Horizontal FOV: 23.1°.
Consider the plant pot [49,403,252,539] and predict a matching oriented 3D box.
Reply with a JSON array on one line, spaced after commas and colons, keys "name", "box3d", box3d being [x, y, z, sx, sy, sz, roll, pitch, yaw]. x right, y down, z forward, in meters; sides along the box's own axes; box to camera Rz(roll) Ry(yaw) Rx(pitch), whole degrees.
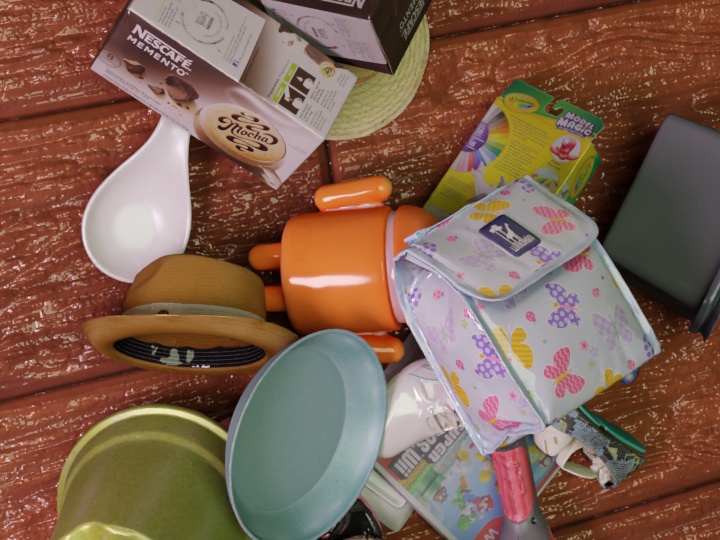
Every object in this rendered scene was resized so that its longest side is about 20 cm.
[{"name": "plant pot", "box3d": [-0.191, 0.241, 1.512, 0.199, 0.184, 0.202, 2, 106, 8]}]

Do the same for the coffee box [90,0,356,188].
[{"name": "coffee box", "box3d": [-0.120, -0.174, 1.531, 0.200, 0.113, 0.080, 33, 59, -12]}]

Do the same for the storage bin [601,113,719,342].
[{"name": "storage bin", "box3d": [0.327, -0.051, 1.739, 0.134, 0.146, 0.201, 27, 84, 10]}]

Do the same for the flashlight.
[{"name": "flashlight", "box3d": [0.147, 0.214, 1.691, 0.068, 0.068, 0.201, -22, 110, -27]}]

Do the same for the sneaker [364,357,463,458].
[{"name": "sneaker", "box3d": [0.092, 0.112, 1.624, 0.200, 0.080, 0.071, -36, 138, -7]}]

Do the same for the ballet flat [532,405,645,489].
[{"name": "ballet flat", "box3d": [0.208, 0.160, 1.711, 0.200, 0.074, 0.074, 37, 81, -38]}]

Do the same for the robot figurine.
[{"name": "robot figurine", "box3d": [0.000, 0.002, 1.615, 0.199, 0.117, 0.144, -5, 52, 10]}]

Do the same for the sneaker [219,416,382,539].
[{"name": "sneaker", "box3d": [-0.058, 0.217, 1.635, 0.200, 0.095, 0.079, 36, 89, -16]}]

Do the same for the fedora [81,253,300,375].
[{"name": "fedora", "box3d": [-0.147, 0.037, 1.562, 0.200, 0.201, 0.082, 10, 71, -18]}]

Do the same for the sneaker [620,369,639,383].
[{"name": "sneaker", "box3d": [0.181, 0.066, 1.725, 0.199, 0.079, 0.090, 26, 92, -9]}]

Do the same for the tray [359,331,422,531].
[{"name": "tray", "box3d": [0.054, 0.145, 1.709, 0.107, 0.022, 0.200, 37, 82, -15]}]

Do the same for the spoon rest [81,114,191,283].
[{"name": "spoon rest", "box3d": [-0.189, -0.087, 1.597, 0.099, 0.061, 0.201, 17, 87, -18]}]

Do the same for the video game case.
[{"name": "video game case", "box3d": [0.097, 0.176, 1.706, 0.143, 0.017, 0.200, -50, 116, -11]}]

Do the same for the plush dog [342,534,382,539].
[{"name": "plush dog", "box3d": [-0.011, 0.327, 1.619, 0.199, 0.160, 0.173, 7, 99, -17]}]

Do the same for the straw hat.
[{"name": "straw hat", "box3d": [-0.016, -0.216, 1.630, 0.200, 0.085, 0.202, -1, 95, -18]}]

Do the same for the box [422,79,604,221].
[{"name": "box", "box3d": [0.141, -0.078, 1.679, 0.200, 0.117, 0.048, -56, 150, -6]}]

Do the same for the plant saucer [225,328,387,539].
[{"name": "plant saucer", "box3d": [-0.054, 0.143, 1.539, 0.200, 0.036, 0.201, -22, 119, -44]}]

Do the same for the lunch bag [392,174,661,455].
[{"name": "lunch bag", "box3d": [0.139, 0.031, 1.538, 0.169, 0.127, 0.201, -27, 85, -35]}]

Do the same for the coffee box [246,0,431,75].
[{"name": "coffee box", "box3d": [-0.044, -0.256, 1.553, 0.113, 0.199, 0.080, -62, 152, -22]}]
